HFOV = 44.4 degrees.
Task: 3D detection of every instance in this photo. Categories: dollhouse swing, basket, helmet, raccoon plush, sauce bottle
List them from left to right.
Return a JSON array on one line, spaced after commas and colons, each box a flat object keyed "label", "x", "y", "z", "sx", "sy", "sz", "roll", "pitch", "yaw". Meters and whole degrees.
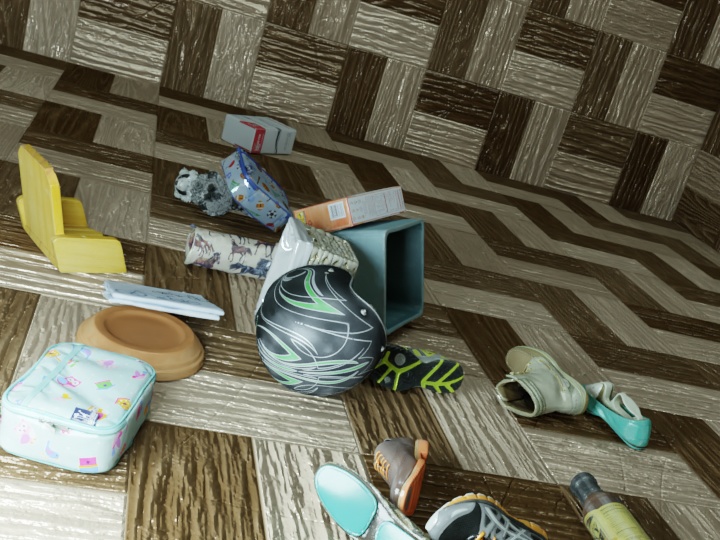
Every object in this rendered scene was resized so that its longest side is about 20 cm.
[{"label": "dollhouse swing", "x": -0.522, "y": -0.118, "z": 1.606, "sx": 0.180, "sy": 0.179, "sz": 0.199, "roll": 1, "pitch": 24, "yaw": -41}, {"label": "raccoon plush", "x": -0.359, "y": -0.172, "z": 2.118, "sx": 0.133, "sy": 0.098, "sz": 0.200, "roll": 17, "pitch": -17, "yaw": 43}, {"label": "basket", "x": -0.095, "y": 0.031, "z": 1.548, "sx": 0.121, "sy": 0.203, "sz": 0.136, "roll": 16, "pitch": 17, "yaw": -18}, {"label": "helmet", "x": -0.065, "y": 0.102, "z": 1.387, "sx": 0.197, "sy": 0.203, "sz": 0.192, "roll": 9, "pitch": 29, "yaw": -23}, {"label": "sauce bottle", "x": 0.353, "y": 0.358, "z": 1.241, "sx": 0.064, "sy": 0.066, "sz": 0.200, "roll": 12, "pitch": 18, "yaw": -15}]

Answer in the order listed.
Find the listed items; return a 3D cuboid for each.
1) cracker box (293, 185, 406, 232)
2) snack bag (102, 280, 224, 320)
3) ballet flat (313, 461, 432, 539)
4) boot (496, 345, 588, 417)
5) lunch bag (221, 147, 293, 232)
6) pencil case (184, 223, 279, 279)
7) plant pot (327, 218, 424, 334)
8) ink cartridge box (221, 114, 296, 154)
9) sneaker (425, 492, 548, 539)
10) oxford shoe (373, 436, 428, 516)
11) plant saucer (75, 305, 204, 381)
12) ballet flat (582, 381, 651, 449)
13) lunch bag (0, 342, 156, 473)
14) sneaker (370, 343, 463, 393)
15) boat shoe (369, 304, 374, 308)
[{"label": "cracker box", "x": -0.018, "y": -0.117, "z": 1.730, "sx": 0.132, "sy": 0.059, "sz": 0.199, "roll": -11, "pitch": 4, "yaw": 35}, {"label": "snack bag", "x": -0.338, "y": 0.048, "z": 1.480, "sx": 0.185, "sy": 0.022, "sz": 0.199, "roll": 10, "pitch": 2, "yaw": -22}, {"label": "ballet flat", "x": 0.026, "y": 0.312, "z": 1.088, "sx": 0.199, "sy": 0.068, "sz": 0.075, "roll": 35, "pitch": 2, "yaw": 27}, {"label": "boot", "x": 0.303, "y": 0.203, "z": 1.630, "sx": 0.153, "sy": 0.073, "sz": 0.200, "roll": 0, "pitch": 25, "yaw": -36}, {"label": "lunch bag", "x": -0.245, "y": -0.195, "z": 2.084, "sx": 0.200, "sy": 0.075, "sz": 0.162, "roll": 45, "pitch": 17, "yaw": -41}, {"label": "pencil case", "x": -0.254, "y": -0.036, "z": 1.775, "sx": 0.196, "sy": 0.079, "sz": 0.090, "roll": 11, "pitch": 34, "yaw": -19}, {"label": "plant pot", "x": 0.000, "y": 0.000, "z": 1.743, "sx": 0.197, "sy": 0.200, "sz": 0.196, "roll": 6, "pitch": 12, "yaw": 26}, {"label": "ink cartridge box", "x": -0.325, "y": -0.439, "z": 2.848, "sx": 0.143, "sy": 0.085, "sz": 0.198, "roll": 28, "pitch": 22, "yaw": 32}, {"label": "sneaker", "x": 0.166, "y": 0.336, "z": 1.078, "sx": 0.198, "sy": 0.079, "sz": 0.078, "roll": 24, "pitch": 25, "yaw": -25}, {"label": "oxford shoe", "x": 0.049, "y": 0.274, "z": 1.191, "sx": 0.072, "sy": 0.073, "sz": 0.200, "roll": 14, "pitch": 5, "yaw": 6}, {"label": "plant saucer", "x": -0.336, "y": 0.105, "z": 1.363, "sx": 0.197, "sy": 0.038, "sz": 0.201, "roll": 17, "pitch": 18, "yaw": -6}, {"label": "ballet flat", "x": 0.467, "y": 0.249, "z": 1.644, "sx": 0.066, "sy": 0.072, "sz": 0.200, "roll": 4, "pitch": 23, "yaw": -35}, {"label": "lunch bag", "x": -0.354, "y": 0.166, "z": 1.107, "sx": 0.158, "sy": 0.078, "sz": 0.200, "roll": 18, "pitch": 18, "yaw": 0}, {"label": "sneaker", "x": 0.079, "y": 0.169, "z": 1.537, "sx": 0.197, "sy": 0.077, "sz": 0.076, "roll": 18, "pitch": 2, "yaw": -21}, {"label": "boat shoe", "x": -0.009, "y": 0.106, "z": 1.561, "sx": 0.073, "sy": 0.063, "sz": 0.200, "roll": -16, "pitch": -7, "yaw": -14}]
